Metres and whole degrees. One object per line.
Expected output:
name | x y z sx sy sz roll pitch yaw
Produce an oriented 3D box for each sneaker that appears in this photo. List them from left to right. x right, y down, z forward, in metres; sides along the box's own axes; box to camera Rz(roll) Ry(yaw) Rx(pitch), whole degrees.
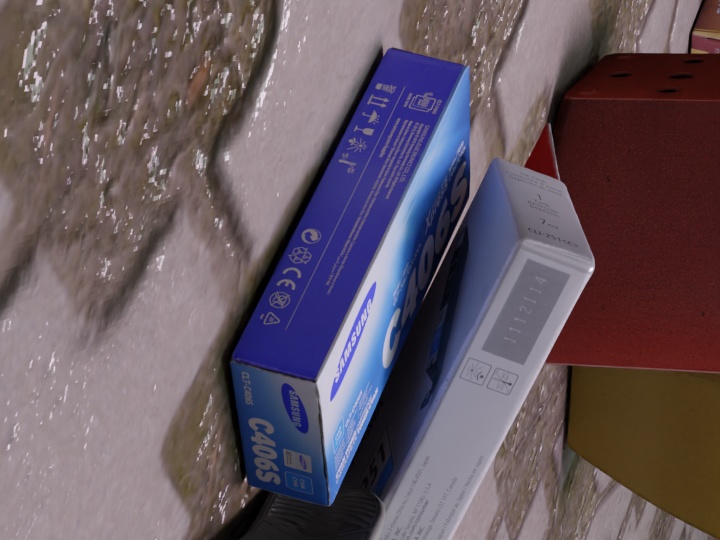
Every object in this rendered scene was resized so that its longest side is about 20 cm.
sneaker | -0.038 0.176 0.986 0.200 0.075 0.107 -40 142 -66

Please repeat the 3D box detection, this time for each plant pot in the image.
plant pot | 0.220 -0.049 1.507 0.200 0.199 0.177 -42 131 -63
plant pot | 0.269 0.076 1.780 0.200 0.176 0.200 87 23 -43

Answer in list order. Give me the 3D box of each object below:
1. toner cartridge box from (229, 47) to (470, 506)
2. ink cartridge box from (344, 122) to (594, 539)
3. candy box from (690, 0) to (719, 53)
toner cartridge box | 0.000 0.000 1.024 0.095 0.043 0.200 84 25 -50
ink cartridge box | 0.045 0.035 1.115 0.176 0.045 0.200 -98 -149 -63
candy box | 0.375 -0.247 1.982 0.057 0.116 0.200 85 25 -49
